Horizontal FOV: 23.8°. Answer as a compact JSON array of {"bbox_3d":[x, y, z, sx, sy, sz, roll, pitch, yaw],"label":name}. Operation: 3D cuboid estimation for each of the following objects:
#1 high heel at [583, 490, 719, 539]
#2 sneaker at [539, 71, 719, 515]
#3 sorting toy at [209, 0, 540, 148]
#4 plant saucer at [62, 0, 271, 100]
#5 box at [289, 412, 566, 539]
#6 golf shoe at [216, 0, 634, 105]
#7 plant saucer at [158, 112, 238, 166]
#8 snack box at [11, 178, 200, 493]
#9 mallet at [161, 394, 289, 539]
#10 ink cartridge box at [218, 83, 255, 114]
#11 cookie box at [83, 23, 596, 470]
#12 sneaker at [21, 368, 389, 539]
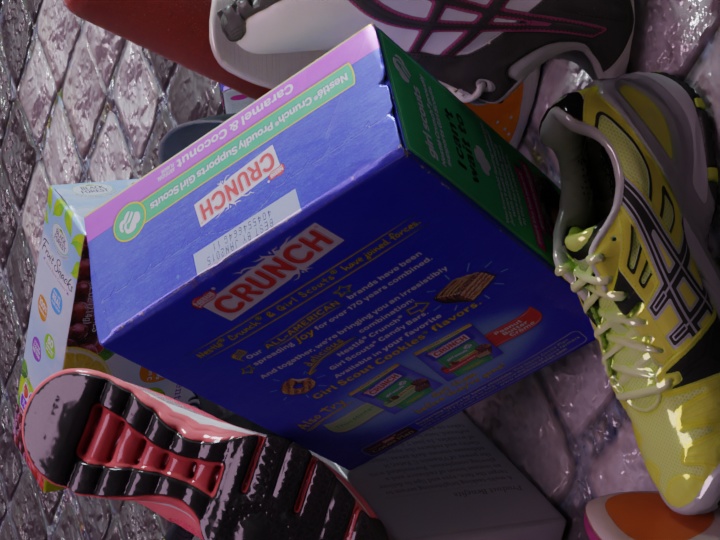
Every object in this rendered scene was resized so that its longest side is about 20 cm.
[{"bbox_3d":[0.163,0.167,0.747,0.200,0.067,0.097,24,127,55],"label":"high heel"},{"bbox_3d":[0.123,0.012,0.771,0.075,0.076,0.202,-25,73,57],"label":"sneaker"},{"bbox_3d":[-0.010,-0.156,0.879,0.107,0.179,0.201,-51,51,50],"label":"sorting toy"},{"bbox_3d":[-0.074,-0.190,0.924,0.037,0.199,0.202,-33,51,34],"label":"plant saucer"},{"bbox_3d":[0.006,0.153,0.964,0.200,0.105,0.154,45,130,49],"label":"box"},{"bbox_3d":[0.035,-0.115,0.795,0.077,0.198,0.089,-127,27,-80],"label":"golf shoe"},{"bbox_3d":[-0.016,-0.035,0.943,0.201,0.200,0.039,-16,42,60],"label":"plant saucer"},{"bbox_3d":[-0.131,0.038,1.129,0.068,0.167,0.201,48,132,42],"label":"snack box"},{"bbox_3d":[-0.084,0.132,0.985,0.066,0.041,0.201,63,148,31],"label":"mallet"},{"bbox_3d":[-0.076,-0.142,1.066,0.200,0.037,0.096,109,151,-78],"label":"ink cartridge box"},{"bbox_3d":[0.000,0.000,0.797,0.170,0.200,0.076,-30,54,21],"label":"cookie box"},{"bbox_3d":[-0.069,0.102,0.867,0.074,0.199,0.087,-65,-10,4],"label":"sneaker"}]
